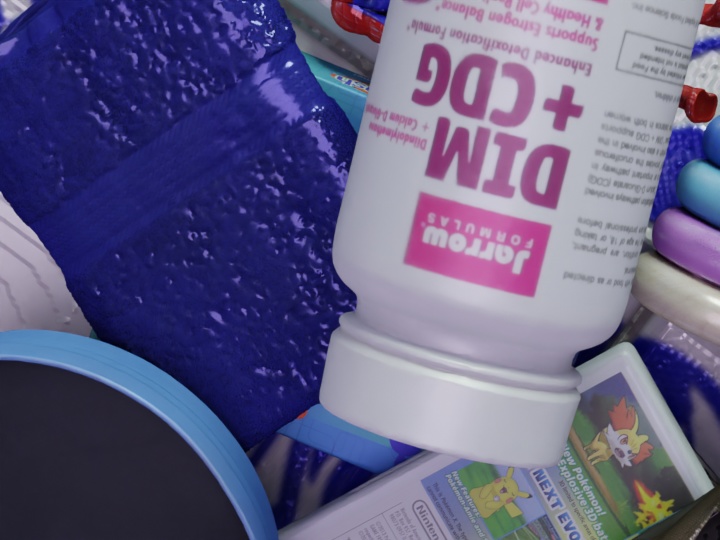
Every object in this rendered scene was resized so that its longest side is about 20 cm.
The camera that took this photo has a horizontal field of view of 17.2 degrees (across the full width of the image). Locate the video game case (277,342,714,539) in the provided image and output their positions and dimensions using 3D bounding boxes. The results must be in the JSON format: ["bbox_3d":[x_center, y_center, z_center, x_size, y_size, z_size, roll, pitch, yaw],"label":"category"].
[{"bbox_3d":[0.081,0.158,0.982,0.181,0.022,0.201,-29,94,14],"label":"video game case"}]

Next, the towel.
[{"bbox_3d":[-0.064,-0.034,0.970,0.147,0.050,0.201,-32,95,22],"label":"towel"}]

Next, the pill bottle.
[{"bbox_3d":[0.053,-0.037,0.876,0.112,0.113,0.202,14,96,6],"label":"pill bottle"}]

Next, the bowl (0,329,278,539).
[{"bbox_3d":[-0.126,0.116,0.989,0.199,0.039,0.202,7,117,14],"label":"bowl"}]

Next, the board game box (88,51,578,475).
[{"bbox_3d":[0.000,0.000,1.010,0.199,0.045,0.153,21,105,5],"label":"board game box"}]

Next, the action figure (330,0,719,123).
[{"bbox_3d":[0.051,-0.112,0.960,0.199,0.052,0.066,17,92,22],"label":"action figure"}]

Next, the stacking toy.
[{"bbox_3d":[0.182,-0.067,0.953,0.085,0.085,0.201,23,100,3],"label":"stacking toy"}]

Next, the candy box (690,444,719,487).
[{"bbox_3d":[0.091,0.173,1.025,0.200,0.061,0.137,-39,93,14],"label":"candy box"}]

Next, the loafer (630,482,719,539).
[{"bbox_3d":[0.172,0.099,0.913,0.200,0.071,0.073,-40,94,1],"label":"loafer"}]
